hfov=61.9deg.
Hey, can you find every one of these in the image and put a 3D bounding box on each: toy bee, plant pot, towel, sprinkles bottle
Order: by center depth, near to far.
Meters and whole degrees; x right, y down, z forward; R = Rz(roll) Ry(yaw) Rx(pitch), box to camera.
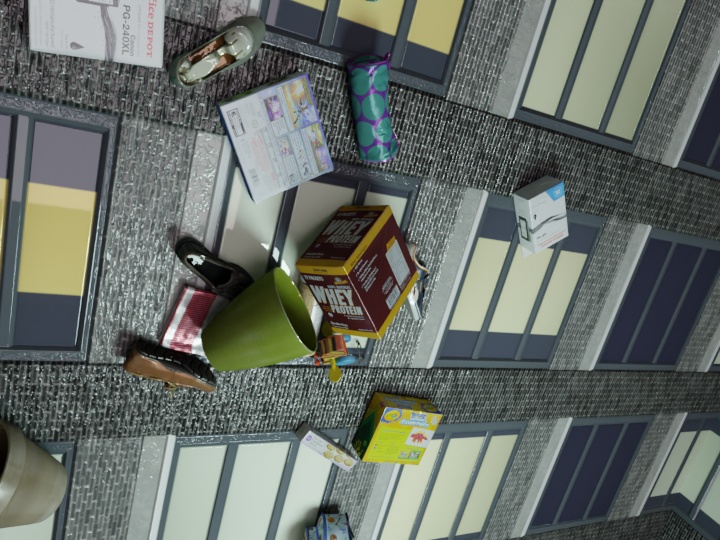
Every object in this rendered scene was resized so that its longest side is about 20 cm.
[{"bbox_3d":[-0.666,0.401,1.140,0.200,0.200,0.174,-45,142,-2],"label":"plant pot"},{"bbox_3d":[-0.216,0.121,1.224,0.197,0.188,0.189,-26,124,7],"label":"plant pot"},{"bbox_3d":[-0.309,0.121,1.280,0.198,0.023,0.146,21,104,-33],"label":"towel"},{"bbox_3d":[-0.115,0.090,1.346,0.067,0.068,0.204,2,111,-28],"label":"sprinkles bottle"},{"bbox_3d":[-0.065,0.199,1.398,0.107,0.133,0.201,-14,141,9],"label":"toy bee"}]

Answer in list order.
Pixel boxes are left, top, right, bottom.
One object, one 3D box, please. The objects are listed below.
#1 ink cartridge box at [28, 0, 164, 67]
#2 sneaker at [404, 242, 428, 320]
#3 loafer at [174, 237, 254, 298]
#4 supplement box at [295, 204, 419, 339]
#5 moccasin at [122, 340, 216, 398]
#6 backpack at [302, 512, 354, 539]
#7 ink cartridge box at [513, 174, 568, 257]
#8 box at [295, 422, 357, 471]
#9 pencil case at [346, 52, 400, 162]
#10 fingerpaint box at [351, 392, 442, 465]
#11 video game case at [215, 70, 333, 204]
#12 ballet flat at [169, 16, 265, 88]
[{"bbox_3d":[-0.412,-0.412,0.949,0.196,0.083,0.148,-1,113,-27],"label":"ink cartridge box"},{"bbox_3d":[0.129,0.026,1.441,0.078,0.079,0.203,-25,120,-9],"label":"sneaker"},{"bbox_3d":[-0.289,0.011,1.220,0.199,0.063,0.072,37,95,-35],"label":"loafer"},{"bbox_3d":[0.000,0.000,1.280,0.198,0.131,0.202,-54,131,-35],"label":"supplement box"},{"bbox_3d":[-0.394,0.215,1.253,0.199,0.074,0.078,24,111,-37],"label":"moccasin"},{"bbox_3d":[-0.085,0.751,1.605,0.151,0.200,0.194,10,105,-17],"label":"backpack"},{"bbox_3d":[0.472,-0.127,1.560,0.115,0.068,0.203,-27,123,-14],"label":"ink cartridge box"},{"bbox_3d":[-0.086,0.456,1.546,0.042,0.039,0.200,-47,125,-2],"label":"box"},{"bbox_3d":[0.028,-0.329,1.221,0.091,0.085,0.203,-12,119,-5],"label":"pencil case"},{"bbox_3d":[0.098,0.425,1.609,0.197,0.073,0.169,14,106,-33],"label":"fingerpaint box"},{"bbox_3d":[-0.163,-0.260,1.175,0.179,0.045,0.203,-25,122,-15],"label":"video game case"},{"bbox_3d":[-0.245,-0.382,1.064,0.198,0.064,0.068,-35,124,-10],"label":"ballet flat"}]
